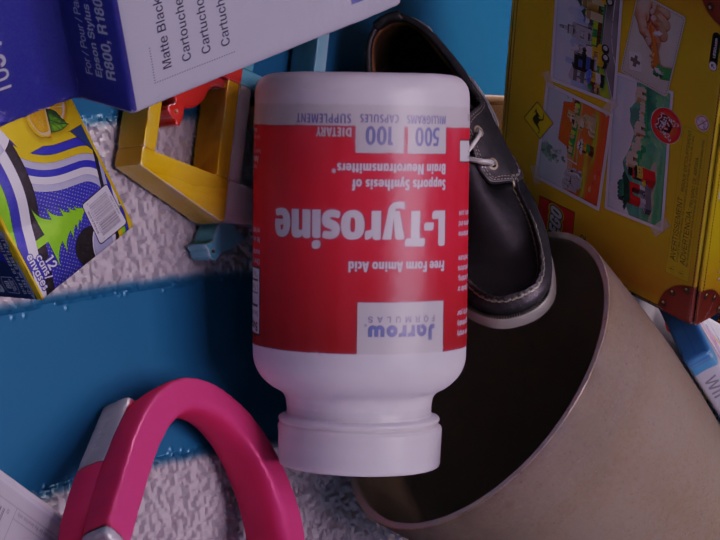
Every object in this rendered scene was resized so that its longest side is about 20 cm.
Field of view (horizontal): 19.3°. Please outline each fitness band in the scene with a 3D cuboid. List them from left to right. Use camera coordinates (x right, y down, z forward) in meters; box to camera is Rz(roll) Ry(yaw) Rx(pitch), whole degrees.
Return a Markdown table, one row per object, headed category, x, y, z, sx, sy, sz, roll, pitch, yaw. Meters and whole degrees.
| category | x | y | z | sx | sy | sz | roll | pitch | yaw |
| --- | --- | --- | --- | --- | --- | --- | --- | --- | --- |
| fitness band | -0.081 | 0.140 | 1.026 | 0.144 | 0.037 | 0.201 | 51 | 30 | -25 |

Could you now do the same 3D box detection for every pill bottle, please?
| category | x | y | z | sx | sy | sz | roll | pitch | yaw |
| --- | --- | --- | --- | --- | --- | --- | --- | --- | --- |
| pill bottle | 0.000 | 0.000 | 1.090 | 0.112 | 0.112 | 0.202 | -5 | 96 | -51 |

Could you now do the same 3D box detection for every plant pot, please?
| category | x | y | z | sx | sy | sz | roll | pitch | yaw |
| --- | --- | --- | --- | --- | --- | --- | --- | --- | --- |
| plant pot | 0.128 | 0.113 | 1.176 | 0.200 | 0.187 | 0.188 | 40 | 57 | -26 |

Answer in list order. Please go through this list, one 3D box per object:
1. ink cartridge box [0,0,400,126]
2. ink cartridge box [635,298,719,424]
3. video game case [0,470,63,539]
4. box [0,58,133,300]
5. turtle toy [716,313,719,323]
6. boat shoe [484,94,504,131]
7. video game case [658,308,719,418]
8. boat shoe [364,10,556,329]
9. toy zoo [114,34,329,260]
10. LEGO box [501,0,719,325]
| category | x | y | z | sx | sy | sz | roll | pitch | yaw |
| --- | --- | --- | --- | --- | --- | --- | --- | --- | --- |
| ink cartridge box | -0.081 | -0.173 | 0.886 | 0.199 | 0.041 | 0.201 | -25 | 125 | -25 |
| ink cartridge box | 0.178 | 0.124 | 1.349 | 0.146 | 0.084 | 0.201 | 26 | 68 | -48 |
| video game case | -0.179 | 0.187 | 0.956 | 0.200 | 0.023 | 0.183 | 45 | 55 | -41 |
| box | -0.180 | -0.087 | 0.931 | 0.064 | 0.070 | 0.201 | -41 | 119 | -34 |
| turtle toy | 0.270 | -0.031 | 1.460 | 0.200 | 0.101 | 0.146 | 55 | 49 | -32 |
| boat shoe | 0.122 | -0.050 | 1.307 | 0.199 | 0.069 | 0.074 | 22 | 76 | -26 |
| video game case | 0.219 | 0.071 | 1.258 | 0.200 | 0.018 | 0.143 | 53 | 13 | -35 |
| boat shoe | 0.049 | -0.055 | 1.153 | 0.068 | 0.071 | 0.201 | 68 | 0 | -56 |
| toy zoo | -0.068 | -0.104 | 1.113 | 0.131 | 0.020 | 0.202 | 21 | 71 | -49 |
| LEGO box | 0.156 | -0.094 | 1.154 | 0.077 | 0.149 | 0.201 | -25 | 130 | -39 |
